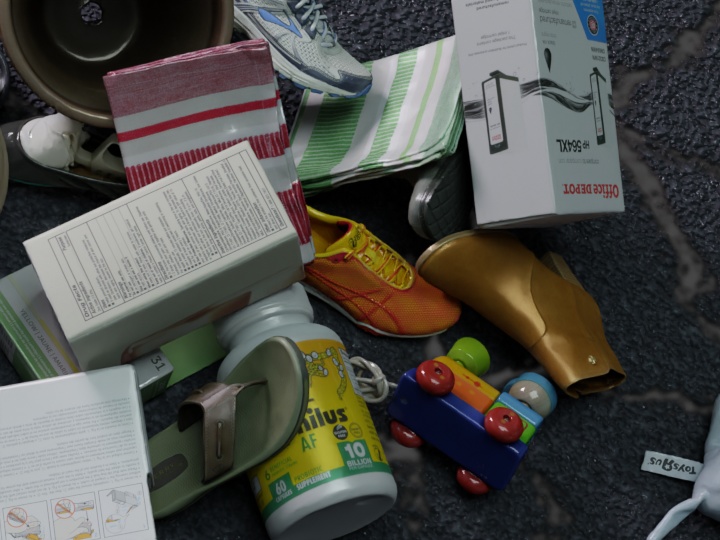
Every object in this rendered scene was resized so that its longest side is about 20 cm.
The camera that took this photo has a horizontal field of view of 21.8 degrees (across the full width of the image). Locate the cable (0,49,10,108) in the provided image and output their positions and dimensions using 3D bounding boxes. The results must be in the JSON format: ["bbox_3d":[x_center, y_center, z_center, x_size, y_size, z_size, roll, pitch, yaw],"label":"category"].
[{"bbox_3d":[-0.390,-0.175,1.645,0.162,0.051,0.201,-18,67,-32],"label":"cable"}]

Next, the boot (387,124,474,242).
[{"bbox_3d":[0.039,-0.091,1.687,0.130,0.068,0.200,1,35,19],"label":"boot"}]

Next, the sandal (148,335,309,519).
[{"bbox_3d":[-0.119,0.130,1.472,0.080,0.201,0.057,57,16,26],"label":"sandal"}]

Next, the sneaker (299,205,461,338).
[{"bbox_3d":[0.000,0.000,1.644,0.199,0.077,0.073,23,55,-9],"label":"sneaker"}]

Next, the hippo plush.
[{"bbox_3d":[0.365,0.147,1.624,0.199,0.161,0.160,9,59,-13],"label":"hippo plush"}]

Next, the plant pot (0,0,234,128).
[{"bbox_3d":[-0.225,-0.226,1.629,0.199,0.175,0.202,-2,97,-17],"label":"plant pot"}]

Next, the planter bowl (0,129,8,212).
[{"bbox_3d":[-0.385,-0.096,1.509,0.199,0.135,0.202,2,79,-10],"label":"planter bowl"}]

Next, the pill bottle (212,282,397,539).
[{"bbox_3d":[-0.053,0.114,1.537,0.112,0.113,0.201,-11,66,-23],"label":"pill bottle"}]

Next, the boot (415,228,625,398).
[{"bbox_3d":[0.148,0.042,1.639,0.200,0.071,0.145,8,46,-44],"label":"boot"}]

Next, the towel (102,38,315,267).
[{"bbox_3d":[-0.124,-0.083,1.572,0.143,0.023,0.201,-15,100,-14],"label":"towel"}]

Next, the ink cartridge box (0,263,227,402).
[{"bbox_3d":[-0.201,0.038,1.576,0.199,0.048,0.146,-30,73,-27],"label":"ink cartridge box"}]

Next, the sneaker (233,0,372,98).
[{"bbox_3d":[-0.066,-0.230,1.670,0.200,0.085,0.077,36,21,2],"label":"sneaker"}]

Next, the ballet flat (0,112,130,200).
[{"bbox_3d":[-0.234,-0.103,1.630,0.199,0.069,0.068,14,50,-7],"label":"ballet flat"}]

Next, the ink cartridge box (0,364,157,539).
[{"bbox_3d":[-0.259,0.176,1.446,0.199,0.045,0.177,-10,68,-4],"label":"ink cartridge box"}]

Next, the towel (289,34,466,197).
[{"bbox_3d":[0.015,-0.140,1.677,0.023,0.199,0.153,45,47,-35],"label":"towel"}]

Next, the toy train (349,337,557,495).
[{"bbox_3d":[0.069,0.094,1.619,0.199,0.085,0.116,34,40,12],"label":"toy train"}]

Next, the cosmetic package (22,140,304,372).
[{"bbox_3d":[-0.155,-0.007,1.501,0.199,0.087,0.104,-24,65,-9],"label":"cosmetic package"}]

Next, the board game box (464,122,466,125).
[{"bbox_3d":[0.151,-0.137,1.735,0.200,0.019,0.104,36,44,-45],"label":"board game box"}]

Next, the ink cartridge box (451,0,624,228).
[{"bbox_3d":[0.158,-0.141,1.637,0.146,0.084,0.201,-5,87,-58],"label":"ink cartridge box"}]
